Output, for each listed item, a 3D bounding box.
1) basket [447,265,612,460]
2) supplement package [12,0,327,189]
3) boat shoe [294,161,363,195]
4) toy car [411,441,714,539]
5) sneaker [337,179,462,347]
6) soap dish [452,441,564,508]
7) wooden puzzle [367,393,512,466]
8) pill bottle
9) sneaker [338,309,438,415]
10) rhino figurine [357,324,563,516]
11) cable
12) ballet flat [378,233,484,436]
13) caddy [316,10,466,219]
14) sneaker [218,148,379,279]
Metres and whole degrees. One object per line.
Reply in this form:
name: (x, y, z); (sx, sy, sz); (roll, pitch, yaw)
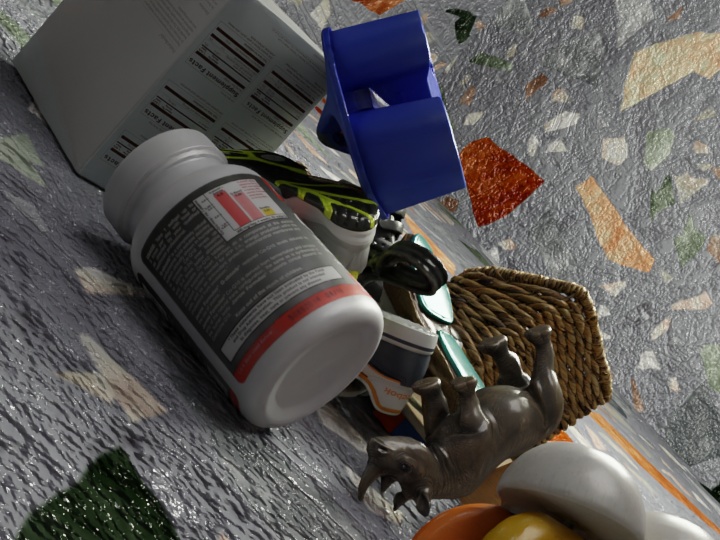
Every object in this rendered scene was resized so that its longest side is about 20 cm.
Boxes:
basket: (0.154, 0.079, 1.174); (0.143, 0.149, 0.200); (50, -9, 43)
supplement package: (-0.162, -0.177, 0.996); (0.147, 0.200, 0.191); (33, 14, -49)
boat shoe: (-0.066, -0.070, 1.026); (0.200, 0.068, 0.072); (7, -36, 36)
toy car: (0.103, 0.203, 0.647); (0.200, 0.175, 0.150); (37, -26, -29)
sneaker: (0.028, -0.010, 1.048); (0.200, 0.099, 0.071); (36, 2, 14)
soap dish: (0.164, 0.218, 0.933); (0.157, 0.081, 0.200); (50, 14, 16)
wooden puzzle: (0.048, 0.120, 1.054); (0.200, 0.046, 0.185); (54, 14, 31)
pill bottle: (-0.086, 0.000, 0.785); (0.200, 0.116, 0.116); (48, 10, 24)
sneaker: (-0.024, 0.056, 0.948); (0.078, 0.080, 0.200); (16, 6, -40)
rhino figurine: (0.076, 0.119, 0.838); (0.060, 0.200, 0.088); (-1, -67, 55)
cable: (0.000, 0.000, 0.906); (0.200, 0.050, 0.097); (30, -29, 52)
ballet flat: (0.050, 0.059, 0.961); (0.068, 0.072, 0.200); (31, 32, -50)
caddy: (0.017, -0.119, 0.904); (0.200, 0.105, 0.142); (41, 35, -79)
sneaker: (-0.069, -0.043, 0.881); (0.075, 0.077, 0.200); (-4, 25, -38)
